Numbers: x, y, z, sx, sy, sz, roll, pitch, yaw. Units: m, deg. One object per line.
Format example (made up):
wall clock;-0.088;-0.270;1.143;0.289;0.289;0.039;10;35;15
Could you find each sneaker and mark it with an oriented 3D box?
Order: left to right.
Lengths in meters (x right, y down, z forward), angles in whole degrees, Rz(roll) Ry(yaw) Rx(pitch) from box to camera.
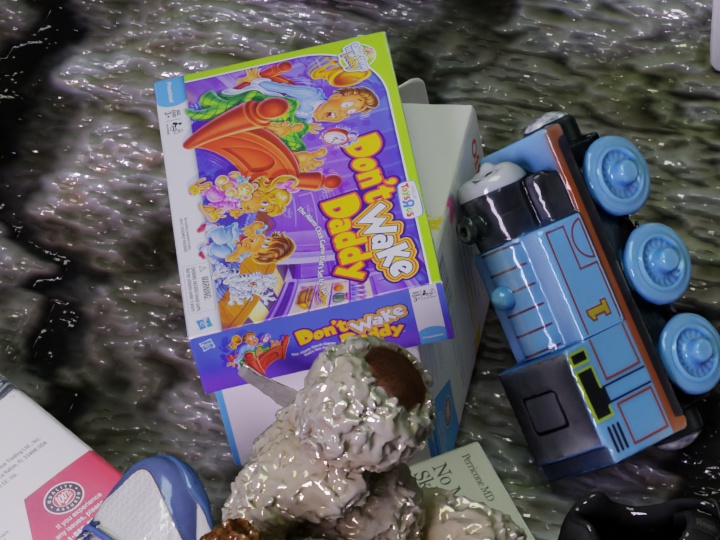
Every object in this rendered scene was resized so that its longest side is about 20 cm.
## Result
sneaker;-0.145;0.180;1.412;0.075;0.088;0.201;19;82;45
sneaker;0.193;0.163;1.462;0.199;0.091;0.076;6;47;8

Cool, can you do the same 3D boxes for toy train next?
toy train;0.122;0.014;1.552;0.114;0.087;0.201;-23;91;-36

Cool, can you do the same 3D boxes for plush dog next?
plush dog;-0.029;0.151;1.369;0.160;0.200;0.172;-5;39;35

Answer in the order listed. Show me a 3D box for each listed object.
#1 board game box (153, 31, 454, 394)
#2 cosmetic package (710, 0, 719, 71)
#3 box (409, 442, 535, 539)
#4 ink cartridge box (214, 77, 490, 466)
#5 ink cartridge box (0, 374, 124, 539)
board game box;-0.033;-0.035;1.512;0.134;0.045;0.201;-13;45;1
cosmetic package;0.336;-0.212;1.742;0.199;0.167;0.168;16;51;19
box;-0.011;0.169;1.484;0.199;0.069;0.082;-21;51;-14
ink cartridge box;0.000;0.000;1.594;0.125;0.129;0.201;3;47;15
ink cartridge box;-0.228;0.133;1.521;0.200;0.085;0.145;35;59;30
